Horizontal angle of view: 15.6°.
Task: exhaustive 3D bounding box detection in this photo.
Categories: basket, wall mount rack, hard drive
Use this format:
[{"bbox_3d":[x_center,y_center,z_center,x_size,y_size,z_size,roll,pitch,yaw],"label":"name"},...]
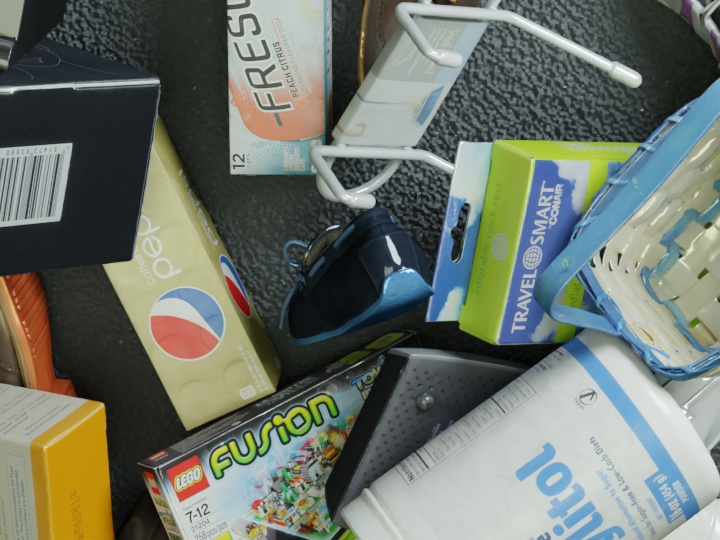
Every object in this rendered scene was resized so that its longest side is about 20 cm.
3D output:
[{"bbox_3d":[0.202,-0.027,1.532,0.176,0.200,0.139,-47,56,15],"label":"basket"},{"bbox_3d":[0.067,-0.097,1.618,0.075,0.174,0.200,55,128,33],"label":"wall mount rack"},{"bbox_3d":[0.077,0.117,1.685,0.200,0.042,0.135,14,108,-36],"label":"hard drive"}]

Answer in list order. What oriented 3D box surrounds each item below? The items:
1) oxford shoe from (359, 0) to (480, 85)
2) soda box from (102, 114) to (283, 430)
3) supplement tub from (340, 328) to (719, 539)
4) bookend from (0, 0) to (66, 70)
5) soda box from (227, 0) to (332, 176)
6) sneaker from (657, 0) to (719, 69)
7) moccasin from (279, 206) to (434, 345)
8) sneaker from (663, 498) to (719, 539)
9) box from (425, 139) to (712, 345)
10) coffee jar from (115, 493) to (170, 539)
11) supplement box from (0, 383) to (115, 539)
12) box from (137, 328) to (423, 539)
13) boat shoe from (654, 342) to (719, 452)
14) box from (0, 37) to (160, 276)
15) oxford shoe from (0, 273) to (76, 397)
[{"bbox_3d":[0.047,-0.188,1.633,0.071,0.073,0.200,20,104,-2],"label":"oxford shoe"},{"bbox_3d":[-0.124,-0.004,1.703,0.068,0.064,0.200,-24,102,9],"label":"soda box"},{"bbox_3d":[0.104,0.138,1.589,0.200,0.132,0.132,-37,99,-3],"label":"supplement tub"},{"bbox_3d":[-0.219,-0.239,1.580,0.092,0.200,0.199,13,105,0],"label":"bookend"},{"bbox_3d":[-0.050,-0.161,1.655,0.063,0.068,0.200,0,105,3],"label":"soda box"},{"bbox_3d":[0.237,-0.155,1.601,0.078,0.140,0.200,-43,99,11],"label":"sneaker"},{"bbox_3d":[0.000,0.000,1.642,0.080,0.200,0.068,-19,86,-23],"label":"moccasin"},{"bbox_3d":[0.185,0.231,1.742,0.115,0.074,0.200,29,94,-2],"label":"sneaker"},{"bbox_3d":[0.141,-0.018,1.635,0.200,0.048,0.122,-1,108,-36],"label":"box"},{"bbox_3d":[-0.079,0.231,1.747,0.200,0.085,0.104,27,107,-4],"label":"coffee jar"},{"bbox_3d":[-0.260,0.137,1.697,0.200,0.074,0.126,10,116,26],"label":"supplement box"},{"bbox_3d":[-0.033,0.130,1.697,0.200,0.035,0.110,-27,103,-20],"label":"box"},{"bbox_3d":[0.193,0.121,1.687,0.200,0.065,0.074,-42,129,-4],"label":"boat shoe"},{"bbox_3d":[-0.263,-0.080,1.584,0.196,0.200,0.124,23,110,37],"label":"box"},{"bbox_3d":[-0.239,0.053,1.722,0.073,0.071,0.200,-12,103,12],"label":"oxford shoe"}]
